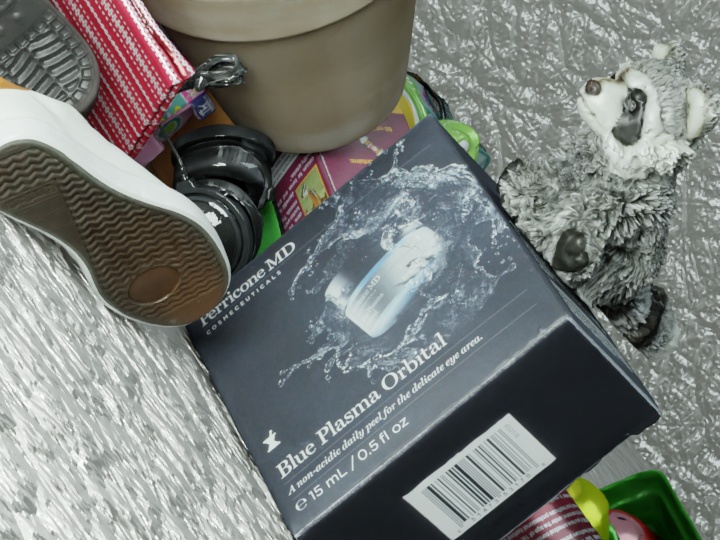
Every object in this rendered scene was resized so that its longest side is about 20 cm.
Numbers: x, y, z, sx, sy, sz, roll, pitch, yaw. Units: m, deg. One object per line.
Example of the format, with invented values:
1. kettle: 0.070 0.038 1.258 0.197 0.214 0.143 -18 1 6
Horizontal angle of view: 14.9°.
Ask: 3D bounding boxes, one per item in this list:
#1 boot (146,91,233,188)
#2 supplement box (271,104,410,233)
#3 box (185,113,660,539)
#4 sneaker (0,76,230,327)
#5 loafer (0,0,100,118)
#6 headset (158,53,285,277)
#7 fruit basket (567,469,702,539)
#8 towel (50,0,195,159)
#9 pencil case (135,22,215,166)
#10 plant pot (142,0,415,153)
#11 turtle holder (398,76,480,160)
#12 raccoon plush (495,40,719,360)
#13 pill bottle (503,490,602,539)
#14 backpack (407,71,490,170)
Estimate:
1. boot: -0.112 -0.154 1.817 0.155 0.076 0.201 93 3 -73
2. supplement box: 0.000 0.000 1.775 0.085 0.110 0.201 0 53 -34
3. box: 0.030 0.054 1.569 0.117 0.196 0.200 44 10 -43
4. sneaker: -0.140 -0.044 1.459 0.200 0.073 0.085 43 13 -46
5. loafer: -0.218 -0.152 1.580 0.200 0.073 0.071 56 -9 18
6. headset: -0.078 -0.046 1.683 0.124 0.094 0.200 -79 150 -49
7. fruit basket: 0.173 0.209 2.022 0.216 0.155 0.216 158 -90 -89
8. towel: -0.160 -0.136 1.605 0.145 0.022 0.200 57 -23 5
9. pencil case: -0.183 -0.158 1.739 0.200 0.087 0.087 52 6 -7
10. plant pot: -0.042 -0.174 1.706 0.200 0.199 0.174 58 -11 42
11. turtle holder: -0.017 -0.083 1.928 0.185 0.141 0.132 38 6 19
12. raccoon plush: 0.165 -0.046 1.568 0.097 0.134 0.200 53 8 31
13. pill bottle: 0.084 0.172 1.676 0.200 0.113 0.113 54 7 18
14. backpack: -0.001 -0.072 2.131 0.153 0.176 0.200 52 9 36
